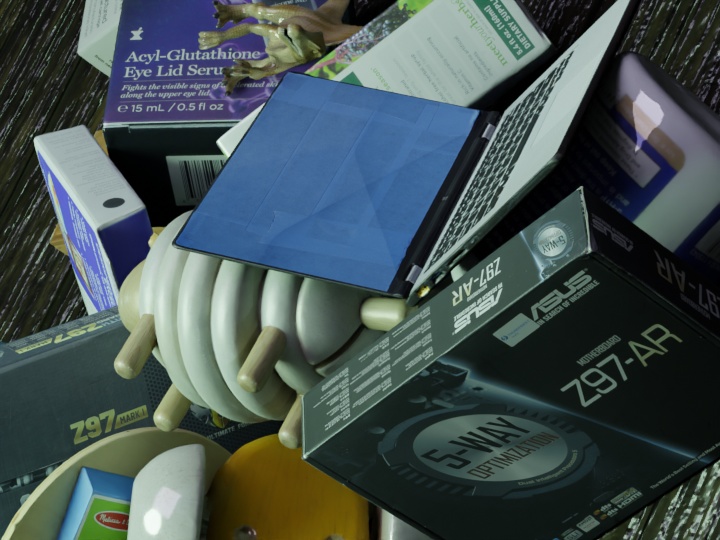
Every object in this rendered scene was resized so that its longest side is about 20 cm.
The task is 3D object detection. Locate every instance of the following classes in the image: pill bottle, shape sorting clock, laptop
[{"bbox_3d":[0.117,-0.005,1.364,0.200,0.119,0.120,-48,31,13],"label":"pill bottle"},{"bbox_3d":[-0.132,0.184,1.466,0.039,0.200,0.201,28,85,46],"label":"shape sorting clock"},{"bbox_3d":[0.028,-0.082,1.361,0.200,0.116,0.188,-44,11,38],"label":"laptop"}]

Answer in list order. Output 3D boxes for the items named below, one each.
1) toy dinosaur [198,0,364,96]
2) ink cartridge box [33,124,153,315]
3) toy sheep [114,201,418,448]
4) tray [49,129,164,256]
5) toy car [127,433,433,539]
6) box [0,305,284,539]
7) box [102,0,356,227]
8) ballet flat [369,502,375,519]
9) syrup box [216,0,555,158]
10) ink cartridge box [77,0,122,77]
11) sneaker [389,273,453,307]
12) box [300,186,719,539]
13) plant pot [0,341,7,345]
[{"bbox_3d":[-0.041,-0.147,1.625,0.101,0.059,0.200,-7,17,13],"label":"toy dinosaur"},{"bbox_3d":[-0.142,0.031,1.644,0.043,0.199,0.200,-20,30,-10],"label":"ink cartridge box"},{"bbox_3d":[-0.051,0.023,1.409,0.199,0.138,0.138,8,66,34],"label":"toy sheep"},{"bbox_3d":[-0.146,-0.066,1.882,0.200,0.037,0.099,-10,53,52],"label":"tray"},{"bbox_3d":[-0.046,0.196,1.401,0.150,0.174,0.201,104,171,-49],"label":"toy car"},{"bbox_3d":[-0.139,0.104,1.503,0.199,0.159,0.051,-19,17,-26],"label":"box"},{"bbox_3d":[-0.084,-0.135,1.727,0.147,0.105,0.201,-2,50,6],"label":"box"},{"bbox_3d":[0.022,0.083,1.474,0.200,0.063,0.069,-46,32,18],"label":"ballet flat"},{"bbox_3d":[0.016,-0.105,1.575,0.200,0.079,0.081,-37,-3,6],"label":"syrup box"},{"bbox_3d":[-0.113,-0.241,1.951,0.200,0.084,0.145,-32,38,35],"label":"ink cartridge box"},{"bbox_3d":[0.053,-0.052,1.472,0.200,0.111,0.077,-37,2,8],"label":"sneaker"},{"bbox_3d":[0.094,0.064,1.295,0.200,0.160,0.044,-37,36,29],"label":"box"},{"bbox_3d":[-0.291,0.127,1.729,0.200,0.187,0.201,-37,41,41],"label":"plant pot"}]
